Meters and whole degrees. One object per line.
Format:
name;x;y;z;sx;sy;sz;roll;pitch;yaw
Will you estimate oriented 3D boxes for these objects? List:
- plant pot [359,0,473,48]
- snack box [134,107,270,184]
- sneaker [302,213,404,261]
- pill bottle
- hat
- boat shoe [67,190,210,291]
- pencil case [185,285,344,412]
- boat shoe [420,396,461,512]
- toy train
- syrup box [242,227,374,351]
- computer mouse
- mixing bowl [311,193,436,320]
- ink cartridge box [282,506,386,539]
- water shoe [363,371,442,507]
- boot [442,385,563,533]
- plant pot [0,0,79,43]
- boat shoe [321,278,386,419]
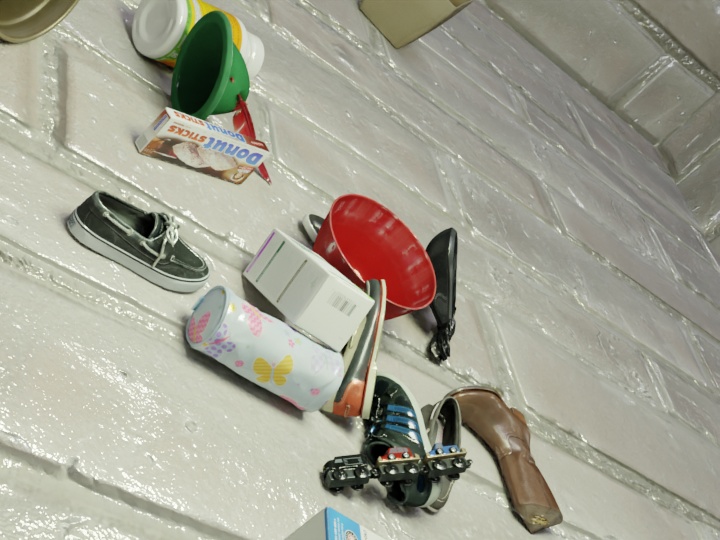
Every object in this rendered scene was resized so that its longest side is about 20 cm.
plant pot;0.115;-0.627;2.843;0.200;0.177;0.200;47;24;-1
snack box;-0.218;-0.172;1.725;0.200;0.072;0.024;15;38;-51
sneaker;0.010;-0.043;1.878;0.200;0.099;0.071;39;26;-18
pill bottle;-0.246;-0.357;1.912;0.200;0.111;0.111;15;40;-50
hat;-0.168;-0.267;1.816;0.176;0.200;0.166;12;50;-34
boat shoe;-0.250;-0.040;1.475;0.199;0.068;0.074;31;29;-33
pencil case;-0.113;0.094;1.486;0.200;0.083;0.091;32;22;-31
boat shoe;0.105;0.239;1.659;0.067;0.057;0.200;40;25;-18
toy train;0.046;0.239;1.505;0.199;0.034;0.046;-1;41;-25
syrup box;-0.070;0.021;1.580;0.079;0.082;0.200;34;3;-30
computer mouse;0.120;0.030;1.912;0.053;0.201;0.139;4;19;10
mixing bowl;0.000;0.000;1.771;0.200;0.108;0.200;32;35;-26
ink cartridge box;0.015;0.361;1.291;0.200;0.084;0.145;35;27;-27
water shoe;0.040;0.210;1.581;0.079;0.072;0.200;10;41;-43
boot;0.209;0.275;1.787;0.186;0.064;0.200;25;37;-37
plant pot;-0.465;-0.423;1.585;0.173;0.200;0.200;36;21;15
boat shoe;-0.004;0.097;1.605;0.062;0.071;0.200;8;63;4
